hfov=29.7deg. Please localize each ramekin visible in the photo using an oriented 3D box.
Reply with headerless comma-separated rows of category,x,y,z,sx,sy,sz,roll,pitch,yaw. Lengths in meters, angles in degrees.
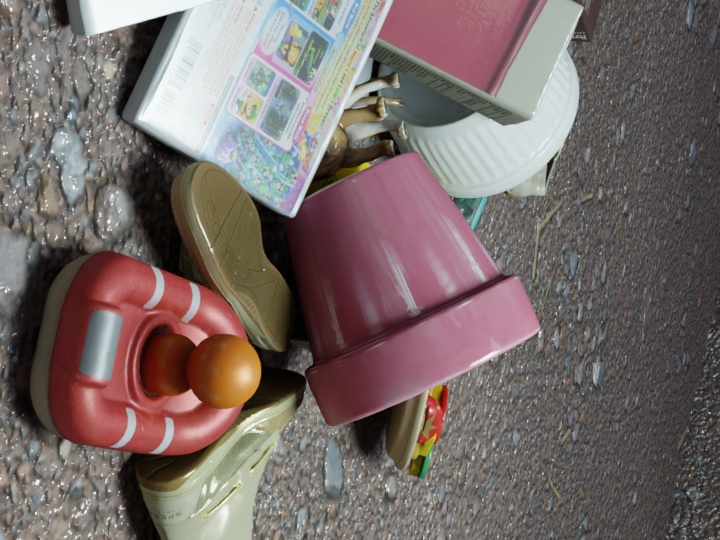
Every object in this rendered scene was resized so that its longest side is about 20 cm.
ramekin,0.109,-0.184,1.356,0.105,0.198,0.202,41,58,-50

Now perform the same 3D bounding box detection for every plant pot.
plant pot,0.027,0.008,1.136,0.200,0.198,0.181,-22,88,-63

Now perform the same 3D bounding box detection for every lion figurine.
lion figurine,-0.027,-0.123,1.190,0.200,0.121,0.073,-49,126,-74

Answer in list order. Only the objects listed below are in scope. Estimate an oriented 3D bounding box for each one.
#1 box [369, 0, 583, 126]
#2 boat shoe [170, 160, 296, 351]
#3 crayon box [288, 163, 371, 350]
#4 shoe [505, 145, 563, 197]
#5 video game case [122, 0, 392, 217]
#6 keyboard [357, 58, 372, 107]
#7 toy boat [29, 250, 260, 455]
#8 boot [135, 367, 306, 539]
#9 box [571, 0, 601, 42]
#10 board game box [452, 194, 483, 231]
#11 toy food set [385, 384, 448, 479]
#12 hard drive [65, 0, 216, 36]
box,0.076,-0.221,1.195,0.110,0.198,0.128,-64,-174,1
boat shoe,-0.111,-0.005,1.050,0.201,0.064,0.072,68,34,-46
crayon box,0.000,0.000,1.314,0.200,0.058,0.175,31,67,-65
shoe,0.251,-0.160,1.848,0.201,0.053,0.071,-58,146,-45
video game case,-0.072,-0.166,1.036,0.181,0.024,0.202,30,82,-46
keyboard,0.005,-0.251,1.324,0.056,0.011,0.203,11,86,-71
toy boat,-0.128,0.066,0.949,0.200,0.129,0.132,27,72,-65
boot,-0.103,0.182,1.106,0.200,0.072,0.157,-42,133,-54
box,0.231,-0.371,1.696,0.200,0.099,0.076,49,52,-58
board game box,0.111,-0.055,1.471,0.200,0.028,0.136,89,26,-77
toy food set,0.066,0.111,1.420,0.199,0.048,0.202,107,-8,-58
hard drive,-0.148,-0.269,0.891,0.131,0.026,0.202,-25,119,-37
